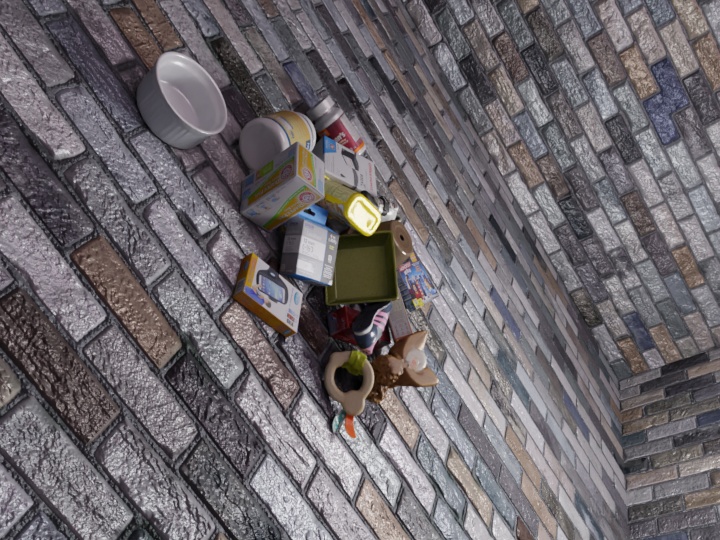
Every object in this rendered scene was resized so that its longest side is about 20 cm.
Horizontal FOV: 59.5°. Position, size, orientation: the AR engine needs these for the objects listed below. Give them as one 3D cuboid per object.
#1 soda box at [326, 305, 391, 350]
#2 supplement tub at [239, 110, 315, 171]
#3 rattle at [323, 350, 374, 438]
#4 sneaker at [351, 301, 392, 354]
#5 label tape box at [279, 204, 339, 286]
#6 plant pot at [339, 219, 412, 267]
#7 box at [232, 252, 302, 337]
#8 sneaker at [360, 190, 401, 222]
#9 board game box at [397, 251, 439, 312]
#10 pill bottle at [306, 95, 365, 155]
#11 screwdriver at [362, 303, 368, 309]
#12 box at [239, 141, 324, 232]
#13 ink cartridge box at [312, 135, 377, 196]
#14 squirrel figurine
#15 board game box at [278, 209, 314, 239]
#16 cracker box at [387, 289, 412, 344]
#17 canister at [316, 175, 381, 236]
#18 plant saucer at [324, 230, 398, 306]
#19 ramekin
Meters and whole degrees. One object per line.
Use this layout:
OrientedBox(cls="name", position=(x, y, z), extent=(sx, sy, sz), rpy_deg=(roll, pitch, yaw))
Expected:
OrientedBox(cls="soda box", position=(-0.001, 0.157, 1.685), extent=(0.198, 0.069, 0.065), rpy_deg=(25, 48, -48))
OrientedBox(cls="supplement tub", position=(-0.212, -0.339, 1.655), extent=(0.147, 0.143, 0.200), rpy_deg=(59, 31, -7))
OrientedBox(cls="rattle", position=(-0.036, 0.304, 1.558), extent=(0.127, 0.142, 0.205), rpy_deg=(-1, 82, -23))
OrientedBox(cls="sneaker", position=(0.035, 0.142, 1.633), extent=(0.200, 0.069, 0.084), rpy_deg=(-44, 123, -55))
OrientedBox(cls="label tape box", position=(-0.123, -0.075, 1.602), extent=(0.142, 0.065, 0.205), rpy_deg=(20, 77, -50))
OrientedBox(cls="plant pot", position=(0.054, -0.062, 1.838), extent=(0.199, 0.173, 0.204), rpy_deg=(36, 39, -36))
OrientedBox(cls="box", position=(-0.203, 0.065, 1.465), extent=(0.199, 0.041, 0.121), rpy_deg=(40, 37, -32))
OrientedBox(cls="sneaker", position=(0.063, -0.190, 1.868), extent=(0.200, 0.087, 0.075), rpy_deg=(45, 24, -58))
OrientedBox(cls="board game box", position=(0.158, 0.022, 2.050), extent=(0.199, 0.061, 0.203), rpy_deg=(-18, 82, -60))
OrientedBox(cls="pill bottle", position=(-0.078, -0.437, 1.979), extent=(0.201, 0.108, 0.110), rpy_deg=(53, 31, -18))
OrientedBox(cls="screwdriver", position=(-0.006, 0.066, 1.792), extent=(0.203, 0.028, 0.029), rpy_deg=(60, 0, -6))
OrientedBox(cls="box", position=(-0.189, -0.200, 1.528), extent=(0.101, 0.198, 0.115), rpy_deg=(32, 42, -41))
OrientedBox(cls="ink cartridge box", position=(-0.052, -0.290, 1.894), extent=(0.197, 0.083, 0.148), rpy_deg=(23, 47, -32))
OrientedBox(cls="squirrel figurine", position=(0.079, 0.265, 1.650), extent=(0.196, 0.186, 0.145), rpy_deg=(-12, 76, -33))
OrientedBox(cls="board game box", position=(-0.146, -0.122, 1.696), extent=(0.161, 0.038, 0.199), rpy_deg=(63, 30, -3))
OrientedBox(cls="cracker box", position=(0.107, 0.149, 1.784), extent=(0.135, 0.056, 0.203), rpy_deg=(75, 1, -47))
OrientedBox(cls="canister", position=(-0.050, -0.181, 1.731), extent=(0.199, 0.087, 0.148), rpy_deg=(31, -6, 45))
OrientedBox(cls="plant saucer", position=(0.000, 0.000, 1.711), extent=(0.048, 0.194, 0.205), rpy_deg=(79, 7, -68))
OrientedBox(cls="ramekin", position=(-0.406, -0.376, 1.422), extent=(0.200, 0.097, 0.204), rpy_deg=(37, 40, -39))
